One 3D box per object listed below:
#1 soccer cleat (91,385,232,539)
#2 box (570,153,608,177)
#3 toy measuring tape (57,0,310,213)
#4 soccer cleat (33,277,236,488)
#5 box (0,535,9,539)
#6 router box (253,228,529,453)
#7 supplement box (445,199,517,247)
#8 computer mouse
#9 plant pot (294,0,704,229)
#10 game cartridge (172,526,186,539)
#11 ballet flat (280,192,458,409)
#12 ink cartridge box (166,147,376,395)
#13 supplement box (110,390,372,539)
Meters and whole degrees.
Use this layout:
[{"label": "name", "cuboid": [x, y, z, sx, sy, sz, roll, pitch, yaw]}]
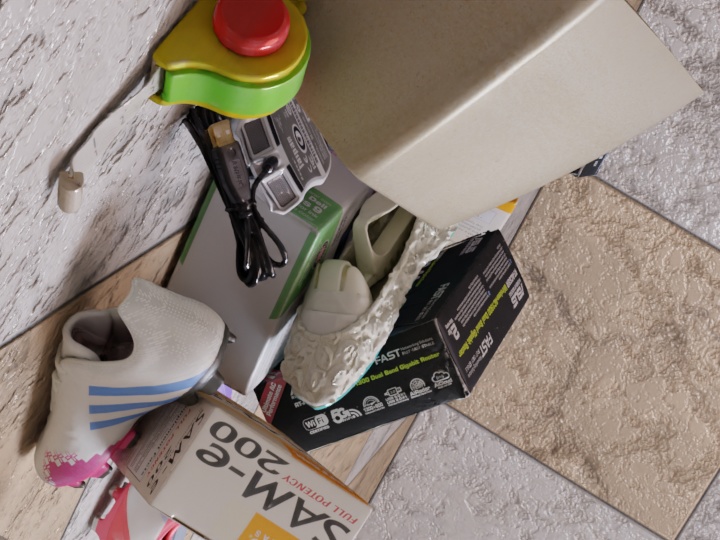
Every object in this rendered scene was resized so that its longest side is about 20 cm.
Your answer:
[{"label": "soccer cleat", "cuboid": [-0.133, 0.143, 1.578, 0.201, 0.076, 0.067, -60, 172, 9]}, {"label": "box", "cuboid": [0.093, -0.137, 1.503, 0.044, 0.199, 0.160, -60, 173, 9]}, {"label": "toy measuring tape", "cuboid": [-0.080, -0.092, 1.088, 0.200, 0.073, 0.074, -54, 171, -32]}, {"label": "soccer cleat", "cuboid": [-0.157, 0.064, 1.236, 0.200, 0.086, 0.070, -37, -151, 41]}, {"label": "box", "cuboid": [-0.202, 0.287, 1.249, 0.105, 0.199, 0.184, -62, 171, 26]}, {"label": "router box", "cuboid": [0.026, 0.050, 1.475, 0.149, 0.062, 0.200, -21, -167, 23]}, {"label": "supplement box", "cuboid": [0.037, -0.041, 1.628, 0.200, 0.126, 0.074, -58, -173, 45]}, {"label": "computer mouse", "cuboid": [-0.063, -0.065, 1.278, 0.044, 0.110, 0.200, -22, -171, 16]}, {"label": "plant pot", "cuboid": [0.051, -0.141, 1.190, 0.177, 0.200, 0.200, -42, 154, 10]}, {"label": "game cartridge", "cuboid": [-0.210, 0.275, 1.740, 0.200, 0.041, 0.133, -53, 174, -38]}, {"label": "ballet flat", "cuboid": [0.000, 0.000, 1.376, 0.200, 0.072, 0.072, -56, 171, -32]}, {"label": "ink cartridge box", "cuboid": [-0.051, -0.026, 1.441, 0.146, 0.087, 0.200, -64, 172, 29]}, {"label": "supplement box", "cuboid": [-0.088, 0.123, 1.297, 0.074, 0.126, 0.200, -56, -158, -2]}]
